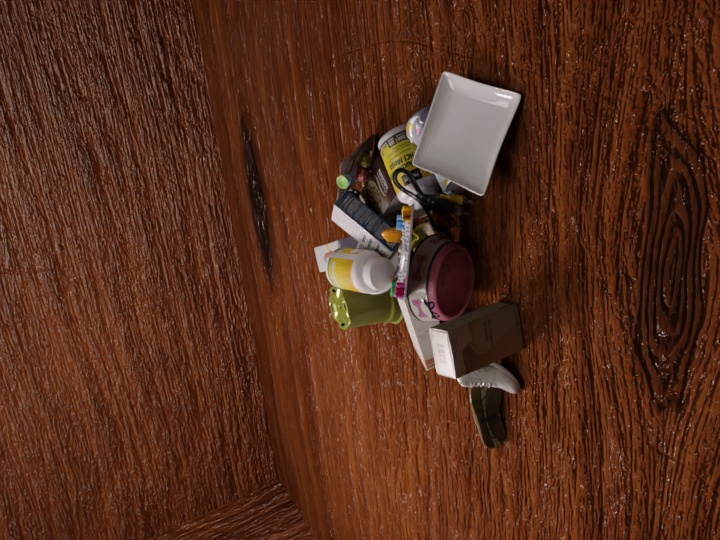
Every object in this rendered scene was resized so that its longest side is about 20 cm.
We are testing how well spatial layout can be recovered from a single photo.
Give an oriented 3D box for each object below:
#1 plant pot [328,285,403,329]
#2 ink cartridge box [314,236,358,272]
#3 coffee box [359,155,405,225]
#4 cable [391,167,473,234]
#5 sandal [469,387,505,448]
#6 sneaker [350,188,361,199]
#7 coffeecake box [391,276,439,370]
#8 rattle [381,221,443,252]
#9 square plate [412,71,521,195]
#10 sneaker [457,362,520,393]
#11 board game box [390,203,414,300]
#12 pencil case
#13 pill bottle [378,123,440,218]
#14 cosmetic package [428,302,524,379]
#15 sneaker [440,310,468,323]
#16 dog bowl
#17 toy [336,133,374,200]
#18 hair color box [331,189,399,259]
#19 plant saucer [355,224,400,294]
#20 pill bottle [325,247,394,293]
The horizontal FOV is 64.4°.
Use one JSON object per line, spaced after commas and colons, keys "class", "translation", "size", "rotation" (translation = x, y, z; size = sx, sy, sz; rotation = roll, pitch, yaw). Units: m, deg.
{"class": "plant pot", "translation": [0.010, 0.087, 1.707], "size": [0.200, 0.180, 0.205], "rotation": [41, 140, 48]}
{"class": "ink cartridge box", "translation": [-0.039, -0.059, 1.775], "size": [0.199, 0.142, 0.086], "rotation": [-9, 95, 64]}
{"class": "coffee box", "translation": [0.072, -0.209, 1.519], "size": [0.115, 0.078, 0.201], "rotation": [67, 158, 17]}
{"class": "cable", "translation": [0.154, -0.156, 1.300], "size": [0.197, 0.050, 0.099], "rotation": [29, 110, 11]}
{"class": "sandal", "translation": [0.302, 0.330, 1.379], "size": [0.054, 0.078, 0.205], "rotation": [-118, 15, -74]}
{"class": "sneaker", "translation": [-0.007, -0.162, 1.636], "size": [0.099, 0.069, 0.203], "rotation": [39, -156, -41]}
{"class": "coffeecake box", "translation": [0.153, 0.124, 1.458], "size": [0.154, 0.071, 0.204], "rotation": [-117, 6, -71]}
{"class": "rattle", "translation": [0.151, -0.014, 1.419], "size": [0.128, 0.141, 0.206], "rotation": [-11, 88, 46]}
{"class": "square plate", "translation": [0.213, -0.280, 1.161], "size": [0.198, 0.028, 0.203], "rotation": [32, 110, 38]}
{"class": "sneaker", "translation": [0.266, 0.238, 1.304], "size": [0.197, 0.081, 0.071], "rotation": [26, 157, 15]}
{"class": "board game box", "translation": [0.092, -0.037, 1.291], "size": [0.200, 0.025, 0.206], "rotation": [114, 161, -89]}
{"class": "pencil case", "translation": [0.177, -0.266, 1.266], "size": [0.203, 0.090, 0.083], "rotation": [61, -168, 23]}
{"class": "pill bottle", "translation": [0.125, -0.235, 1.369], "size": [0.204, 0.110, 0.112], "rotation": [69, 154, 11]}
{"class": "cosmetic package", "translation": [0.250, 0.146, 1.221], "size": [0.071, 0.196, 0.108], "rotation": [2, 108, 62]}
{"class": "sneaker", "translation": [0.232, 0.136, 1.397], "size": [0.199, 0.078, 0.081], "rotation": [20, 123, 62]}
{"class": "dog bowl", "translation": [0.189, 0.023, 1.303], "size": [0.073, 0.198, 0.206], "rotation": [9, 114, 42]}
{"class": "toy", "translation": [0.002, -0.276, 1.553], "size": [0.046, 0.200, 0.117], "rotation": [25, 132, 18]}
{"class": "hair color box", "translation": [0.017, -0.114, 1.521], "size": [0.199, 0.061, 0.100], "rotation": [40, 162, 6]}
{"class": "plant saucer", "translation": [0.064, -0.027, 1.619], "size": [0.197, 0.050, 0.206], "rotation": [-16, 64, 36]}
{"class": "pill bottle", "translation": [0.000, 0.000, 1.532], "size": [0.198, 0.111, 0.116], "rotation": [7, 111, 54]}
